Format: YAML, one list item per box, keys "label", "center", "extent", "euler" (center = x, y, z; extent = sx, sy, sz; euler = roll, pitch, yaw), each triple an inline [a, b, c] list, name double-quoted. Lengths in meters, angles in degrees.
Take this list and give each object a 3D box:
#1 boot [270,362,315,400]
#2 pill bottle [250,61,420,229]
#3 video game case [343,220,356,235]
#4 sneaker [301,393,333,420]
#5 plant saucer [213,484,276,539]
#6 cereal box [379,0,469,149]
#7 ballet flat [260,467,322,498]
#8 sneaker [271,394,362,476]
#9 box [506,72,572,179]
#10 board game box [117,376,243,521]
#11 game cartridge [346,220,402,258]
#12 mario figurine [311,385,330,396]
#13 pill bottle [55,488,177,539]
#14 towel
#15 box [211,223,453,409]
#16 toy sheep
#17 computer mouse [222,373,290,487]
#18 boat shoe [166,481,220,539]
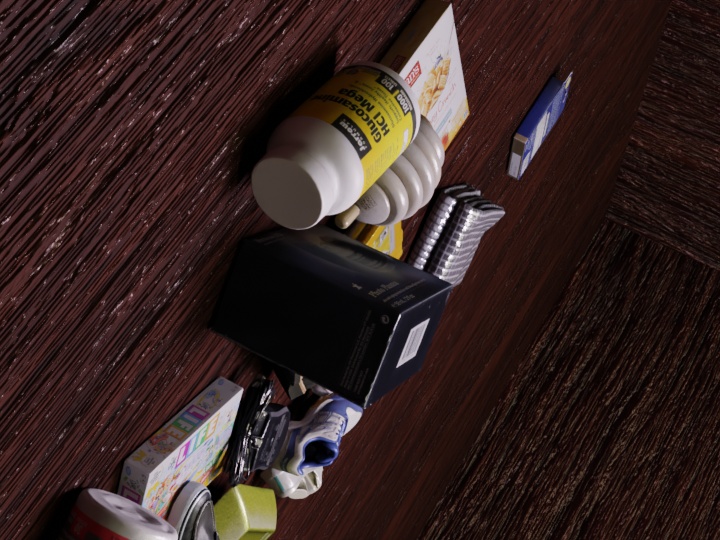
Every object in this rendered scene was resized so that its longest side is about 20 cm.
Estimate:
- label: "boot"
  center: [-0.044, 0.086, 1.700]
  extent: [0.138, 0.078, 0.200]
  euler: [-28, 169, -10]
- label: "pill bottle"
  center: [-0.027, -0.129, 1.417]
  extent: [0.200, 0.112, 0.113]
  euler: [-49, 160, -45]
- label: "video game case"
  center: [-0.036, 0.034, 1.846]
  extent: [0.182, 0.024, 0.200]
  euler: [-53, 163, -34]
- label: "sneaker"
  center: [-0.038, 0.205, 2.085]
  extent: [0.200, 0.070, 0.076]
  euler: [-35, 165, -52]
- label: "plant saucer"
  center: [-0.188, 0.364, 1.731]
  extent: [0.200, 0.048, 0.200]
  euler: [-46, 164, -1]
- label: "cereal box"
  center: [0.079, -0.221, 1.700]
  extent: [0.144, 0.039, 0.200]
  euler: [-57, 152, -26]
- label: "ballet flat"
  center: [-0.093, 0.308, 2.018]
  extent: [0.069, 0.069, 0.200]
  euler: [-64, 164, 3]
- label: "sneaker"
  center: [-0.054, 0.240, 1.912]
  extent: [0.200, 0.088, 0.075]
  euler: [-25, 129, -44]
- label: "box"
  center: [0.340, -0.281, 2.580]
  extent: [0.200, 0.032, 0.121]
  euler: [-54, 163, -27]
- label: "board game box"
  center: [-0.210, 0.223, 1.545]
  extent: [0.200, 0.034, 0.135]
  euler: [-42, 154, -54]
- label: "game cartridge"
  center: [0.000, 0.000, 1.784]
  extent: [0.176, 0.032, 0.200]
  euler: [-55, 164, -17]
- label: "mario figurine"
  center: [-0.018, 0.118, 1.950]
  extent: [0.200, 0.123, 0.106]
  euler: [92, -12, -76]
- label: "pill bottle"
  center: [-0.274, 0.329, 1.356]
  extent: [0.200, 0.111, 0.111]
  euler: [-63, 165, -3]
- label: "towel"
  center: [0.156, -0.049, 2.241]
  extent: [0.166, 0.086, 0.200]
  euler: [-66, 165, 14]
- label: "box"
  center: [-0.028, 0.041, 1.535]
  extent: [0.200, 0.198, 0.123]
  euler: [-24, 136, -68]
- label: "toy sheep"
  center: [0.025, -0.114, 1.578]
  extent: [0.200, 0.138, 0.138]
  euler: [-57, 164, -32]
- label: "computer mouse"
  center: [-0.136, 0.201, 1.715]
  extent: [0.200, 0.053, 0.139]
  euler: [47, 61, -78]
- label: "boat shoe"
  center: [-0.187, 0.336, 1.590]
  extent: [0.072, 0.071, 0.200]
  euler: [-40, 145, -52]
